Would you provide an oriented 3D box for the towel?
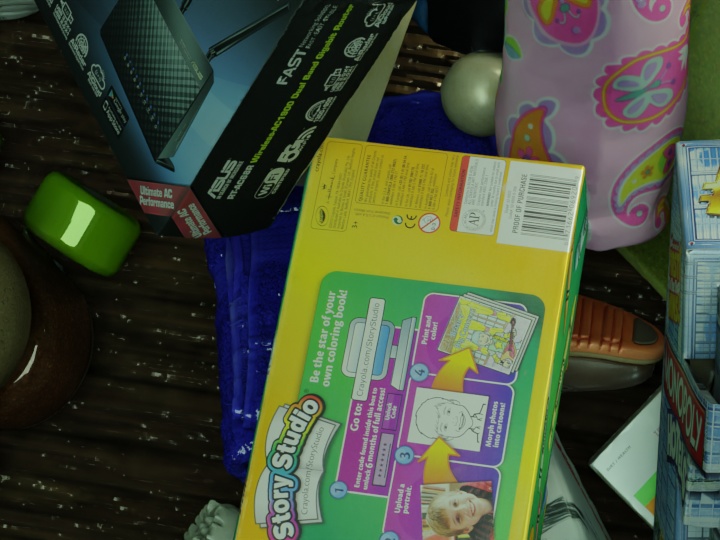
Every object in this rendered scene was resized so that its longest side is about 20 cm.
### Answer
[{"bbox_3d":[0.000,0.000,1.223,0.147,0.050,0.201,-13,46,6],"label":"towel"}]

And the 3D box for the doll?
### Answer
[{"bbox_3d":[0.071,-0.161,1.252,0.136,0.048,0.202,6,80,34],"label":"doll"}]

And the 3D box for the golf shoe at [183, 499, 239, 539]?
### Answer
[{"bbox_3d":[-0.067,0.211,1.281,0.097,0.078,0.201,14,96,-11],"label":"golf shoe"}]

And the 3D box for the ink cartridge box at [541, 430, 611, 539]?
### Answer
[{"bbox_3d":[0.083,0.171,1.175,0.083,0.147,0.201,-24,42,6],"label":"ink cartridge box"}]

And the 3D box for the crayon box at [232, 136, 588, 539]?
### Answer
[{"bbox_3d":[0.023,0.049,1.116,0.118,0.058,0.201,7,66,10],"label":"crayon box"}]

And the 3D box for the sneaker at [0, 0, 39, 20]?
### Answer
[{"bbox_3d":[-0.123,-0.155,1.271,0.198,0.100,0.075,-5,81,5],"label":"sneaker"}]

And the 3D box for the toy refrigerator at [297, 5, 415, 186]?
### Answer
[{"bbox_3d":[-0.015,-0.141,1.230,0.076,0.070,0.201,6,71,44],"label":"toy refrigerator"}]

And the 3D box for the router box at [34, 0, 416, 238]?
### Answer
[{"bbox_3d":[-0.071,-0.136,1.128,0.150,0.062,0.201,-55,54,39],"label":"router box"}]

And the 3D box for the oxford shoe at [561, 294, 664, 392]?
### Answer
[{"bbox_3d":[0.045,0.050,1.274,0.198,0.071,0.073,0,108,10],"label":"oxford shoe"}]

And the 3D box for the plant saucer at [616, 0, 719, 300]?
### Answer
[{"bbox_3d":[0.186,-0.059,1.196,0.048,0.200,0.200,-19,54,-35],"label":"plant saucer"}]

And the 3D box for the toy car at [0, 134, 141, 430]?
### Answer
[{"bbox_3d":[-0.208,0.012,1.226,0.157,0.200,0.165,31,92,6],"label":"toy car"}]

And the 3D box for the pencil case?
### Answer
[{"bbox_3d":[0.103,-0.111,1.175,0.087,0.088,0.201,4,115,6],"label":"pencil case"}]

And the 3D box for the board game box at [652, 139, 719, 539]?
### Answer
[{"bbox_3d":[0.161,0.053,1.121,0.061,0.200,0.202,0,102,1],"label":"board game box"}]

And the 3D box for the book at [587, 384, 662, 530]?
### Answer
[{"bbox_3d":[0.223,0.113,1.257,0.200,0.048,0.134,45,91,4],"label":"book"}]
